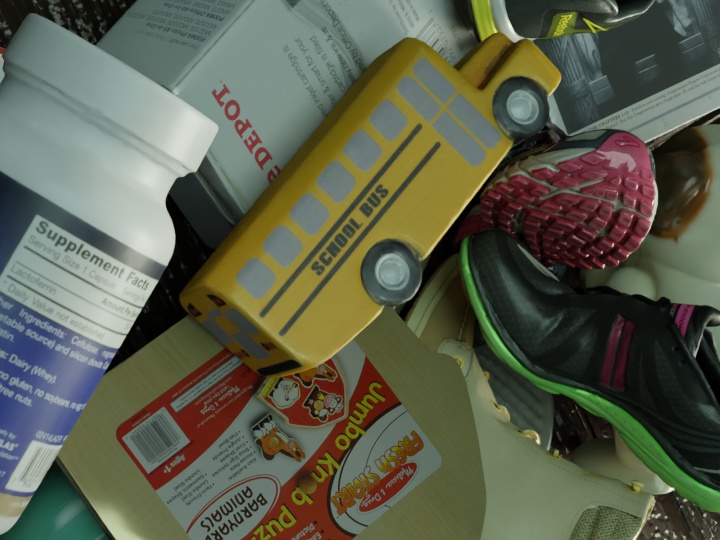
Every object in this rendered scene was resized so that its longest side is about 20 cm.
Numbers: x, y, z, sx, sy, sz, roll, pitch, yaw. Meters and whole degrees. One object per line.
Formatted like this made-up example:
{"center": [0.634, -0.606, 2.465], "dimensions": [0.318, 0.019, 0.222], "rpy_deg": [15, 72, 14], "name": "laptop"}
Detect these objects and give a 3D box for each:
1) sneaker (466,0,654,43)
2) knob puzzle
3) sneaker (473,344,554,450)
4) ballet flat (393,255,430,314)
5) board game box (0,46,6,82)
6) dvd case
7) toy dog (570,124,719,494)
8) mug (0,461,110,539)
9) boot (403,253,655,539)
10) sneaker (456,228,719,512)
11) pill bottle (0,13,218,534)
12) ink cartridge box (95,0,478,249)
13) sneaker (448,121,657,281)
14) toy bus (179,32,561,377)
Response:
{"center": [0.130, -0.158, 0.908], "dimensions": [0.200, 0.084, 0.075], "rpy_deg": [-37, 121, -52], "name": "sneaker"}
{"center": [-0.026, 0.105, 0.811], "dimensions": [0.219, 0.030, 0.220], "rpy_deg": [6, 72, -19], "name": "knob puzzle"}
{"center": [0.058, 0.140, 0.947], "dimensions": [0.078, 0.080, 0.200], "rpy_deg": [12, 58, 10], "name": "sneaker"}
{"center": [0.000, 0.000, 0.916], "dimensions": [0.069, 0.069, 0.201], "rpy_deg": [16, 83, -22], "name": "ballet flat"}
{"center": [-0.222, -0.019, 0.832], "dimensions": [0.165, 0.057, 0.201], "rpy_deg": [20, 82, -21], "name": "board game box"}
{"center": [0.143, -0.173, 1.008], "dimensions": [0.150, 0.025, 0.201], "rpy_deg": [-25, 100, -22], "name": "dvd case"}
{"center": [0.194, 0.020, 0.944], "dimensions": [0.139, 0.194, 0.201], "rpy_deg": [-6, 99, -11], "name": "toy dog"}
{"center": [-0.121, 0.146, 0.842], "dimensions": [0.152, 0.114, 0.186], "rpy_deg": [-16, 97, -22], "name": "mug"}
{"center": [0.080, 0.092, 0.890], "dimensions": [0.155, 0.073, 0.200], "rpy_deg": [17, 53, 9], "name": "boot"}
{"center": [0.137, 0.036, 0.864], "dimensions": [0.200, 0.077, 0.084], "rpy_deg": [35, 117, -2], "name": "sneaker"}
{"center": [-0.149, 0.000, 0.722], "dimensions": [0.116, 0.116, 0.200], "rpy_deg": [31, 88, -20], "name": "pill bottle"}
{"center": [-0.026, -0.115, 0.868], "dimensions": [0.200, 0.083, 0.145], "rpy_deg": [-50, 135, -19], "name": "ink cartridge box"}
{"center": [0.099, -0.045, 0.896], "dimensions": [0.080, 0.200, 0.075], "rpy_deg": [26, 76, -10], "name": "sneaker"}
{"center": [0.008, -0.038, 0.807], "dimensions": [0.078, 0.065, 0.200], "rpy_deg": [42, 69, -10], "name": "toy bus"}
